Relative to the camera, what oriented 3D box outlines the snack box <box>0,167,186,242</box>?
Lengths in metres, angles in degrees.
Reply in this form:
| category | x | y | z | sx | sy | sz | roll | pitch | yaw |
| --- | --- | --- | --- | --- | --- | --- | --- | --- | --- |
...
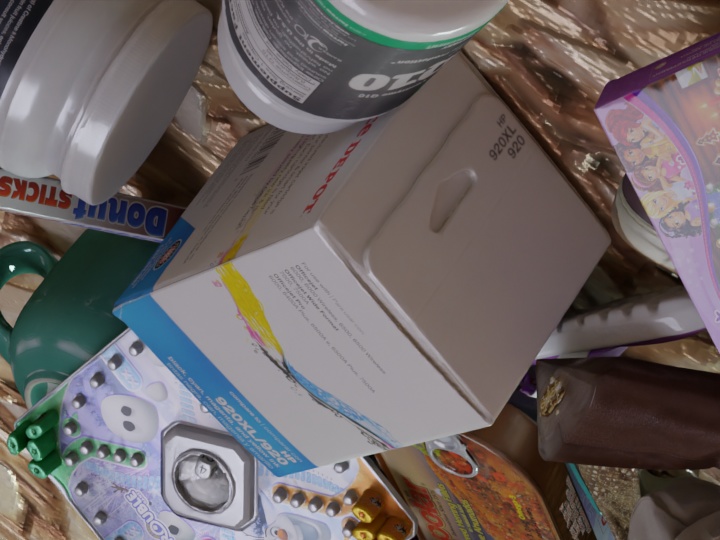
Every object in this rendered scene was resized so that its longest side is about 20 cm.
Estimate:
| category | x | y | z | sx | sy | sz | roll | pitch | yaw |
| --- | --- | --- | --- | --- | --- | --- | --- | --- | --- |
| snack box | -0.171 | -0.039 | 1.298 | 0.071 | 0.025 | 0.199 | 9 | 179 | 38 |

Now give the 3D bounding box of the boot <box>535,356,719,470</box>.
| category | x | y | z | sx | sy | sz | roll | pitch | yaw |
| --- | --- | --- | --- | --- | --- | --- | --- | --- | --- |
| boot | 0.193 | 0.065 | 1.114 | 0.198 | 0.065 | 0.187 | 13 | 149 | -8 |

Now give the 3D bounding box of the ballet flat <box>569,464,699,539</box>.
| category | x | y | z | sx | sy | sz | roll | pitch | yaw |
| --- | --- | --- | --- | --- | --- | --- | --- | --- | --- |
| ballet flat | 0.170 | 0.136 | 1.290 | 0.065 | 0.071 | 0.201 | -11 | 132 | 20 |

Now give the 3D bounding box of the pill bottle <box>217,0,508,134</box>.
| category | x | y | z | sx | sy | sz | roll | pitch | yaw |
| --- | --- | --- | --- | --- | --- | --- | --- | --- | --- |
| pill bottle | -0.001 | -0.135 | 1.036 | 0.113 | 0.113 | 0.200 | 39 | 162 | -5 |

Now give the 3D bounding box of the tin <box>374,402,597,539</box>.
| category | x | y | z | sx | sy | sz | roll | pitch | yaw |
| --- | --- | --- | --- | --- | --- | --- | --- | --- | --- |
| tin | 0.075 | 0.134 | 1.299 | 0.111 | 0.042 | 0.201 | 9 | 145 | 28 |

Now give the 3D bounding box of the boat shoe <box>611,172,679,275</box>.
| category | x | y | z | sx | sy | sz | roll | pitch | yaw |
| --- | --- | --- | --- | --- | --- | --- | --- | --- | --- |
| boat shoe | 0.214 | -0.014 | 1.056 | 0.199 | 0.072 | 0.065 | 25 | 145 | 19 |

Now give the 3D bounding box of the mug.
| category | x | y | z | sx | sy | sz | roll | pitch | yaw |
| --- | --- | --- | --- | --- | --- | --- | --- | --- | --- |
| mug | -0.161 | 0.060 | 1.439 | 0.184 | 0.115 | 0.153 | -2 | 132 | 42 |

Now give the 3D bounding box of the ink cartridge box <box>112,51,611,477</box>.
| category | x | y | z | sx | sy | sz | roll | pitch | yaw |
| --- | --- | --- | --- | --- | --- | --- | --- | --- | --- |
| ink cartridge box | 0.000 | 0.000 | 1.193 | 0.145 | 0.148 | 0.199 | 47 | 145 | -17 |

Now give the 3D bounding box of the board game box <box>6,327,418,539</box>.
| category | x | y | z | sx | sy | sz | roll | pitch | yaw |
| --- | --- | --- | --- | --- | --- | --- | --- | --- | --- |
| board game box | -0.095 | 0.127 | 1.335 | 0.200 | 0.026 | 0.200 | -37 | 94 | 33 |

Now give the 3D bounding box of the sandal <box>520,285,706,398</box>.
| category | x | y | z | sx | sy | sz | roll | pitch | yaw |
| --- | --- | --- | --- | --- | --- | --- | --- | --- | --- |
| sandal | 0.118 | 0.048 | 1.200 | 0.202 | 0.082 | 0.050 | -18 | 89 | 49 |

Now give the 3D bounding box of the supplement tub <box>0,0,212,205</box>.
| category | x | y | z | sx | sy | sz | roll | pitch | yaw |
| --- | --- | --- | --- | --- | --- | --- | --- | --- | --- |
| supplement tub | -0.195 | -0.139 | 1.203 | 0.199 | 0.141 | 0.141 | 32 | 147 | 6 |

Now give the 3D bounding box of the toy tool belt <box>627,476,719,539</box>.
| category | x | y | z | sx | sy | sz | roll | pitch | yaw |
| --- | --- | --- | --- | --- | --- | --- | --- | --- | --- |
| toy tool belt | 0.205 | 0.217 | 1.212 | 0.122 | 0.124 | 0.202 | 12 | 106 | 34 |

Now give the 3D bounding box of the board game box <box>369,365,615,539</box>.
| category | x | y | z | sx | sy | sz | roll | pitch | yaw |
| --- | --- | --- | --- | --- | --- | --- | --- | --- | --- |
| board game box | 0.063 | 0.123 | 1.383 | 0.199 | 0.041 | 0.200 | 9 | 138 | 34 |

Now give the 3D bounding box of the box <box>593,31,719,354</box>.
| category | x | y | z | sx | sy | sz | roll | pitch | yaw |
| --- | --- | --- | --- | --- | --- | --- | --- | --- | --- |
| box | 0.210 | -0.019 | 0.998 | 0.136 | 0.039 | 0.201 | -24 | 105 | 24 |
